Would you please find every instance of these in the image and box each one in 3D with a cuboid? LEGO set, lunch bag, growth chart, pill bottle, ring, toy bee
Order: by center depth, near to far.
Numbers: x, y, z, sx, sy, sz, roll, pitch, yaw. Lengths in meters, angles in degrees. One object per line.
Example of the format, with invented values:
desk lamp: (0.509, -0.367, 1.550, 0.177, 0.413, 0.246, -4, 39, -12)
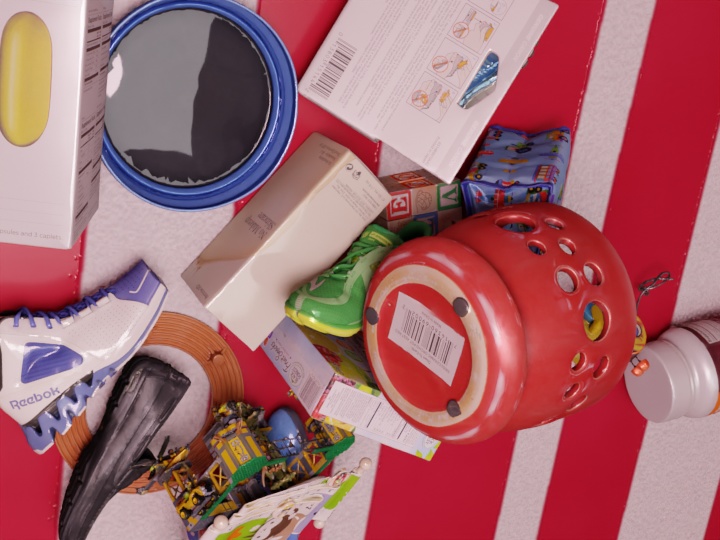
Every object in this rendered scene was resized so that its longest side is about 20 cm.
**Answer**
LEGO set: (-0.115, 0.161, 0.998, 0.199, 0.116, 0.154, -9, 144, -47)
growth chart: (-0.091, 0.253, 1.027, 0.199, 0.018, 0.145, -14, 146, -38)
ring: (-0.212, 0.139, 1.049, 0.198, 0.019, 0.203, -8, 110, -22)
lunch bag: (0.169, -0.032, 1.088, 0.093, 0.151, 0.202, 4, 119, 17)
toy bee: (0.284, 0.072, 1.188, 0.198, 0.110, 0.131, -21, 156, 6)
pill bottle: (0.437, 0.117, 1.282, 0.198, 0.114, 0.115, -13, 112, -20)

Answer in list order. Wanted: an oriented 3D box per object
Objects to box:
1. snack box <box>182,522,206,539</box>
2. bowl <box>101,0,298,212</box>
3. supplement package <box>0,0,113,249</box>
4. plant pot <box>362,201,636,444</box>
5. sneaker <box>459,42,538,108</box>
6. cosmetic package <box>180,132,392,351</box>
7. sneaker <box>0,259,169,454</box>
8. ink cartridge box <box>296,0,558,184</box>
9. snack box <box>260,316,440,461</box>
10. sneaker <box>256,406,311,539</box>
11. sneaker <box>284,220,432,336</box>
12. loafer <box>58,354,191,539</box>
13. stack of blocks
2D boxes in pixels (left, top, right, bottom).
snack box: (-0.158, 0.355, 1.115, 0.024, 0.072, 0.202, -18, 116, -43)
bowl: (-0.156, -0.157, 0.961, 0.199, 0.039, 0.203, -8, 111, -22)
supplement package: (-0.287, -0.140, 0.823, 0.150, 0.151, 0.202, 6, 105, -8)
plant pot: (0.113, 0.051, 0.914, 0.181, 0.199, 0.203, -16, 115, -41)
sneaker: (0.103, -0.215, 1.038, 0.090, 0.078, 0.200, 41, 88, -26)
cosmetic package: (-0.074, -0.032, 1.005, 0.200, 0.103, 0.073, -47, 118, -5)
sneaker: (-0.275, 0.059, 0.951, 0.115, 0.080, 0.200, 41, 82, -18)
ink cartridge box: (0.063, -0.211, 0.993, 0.175, 0.045, 0.201, 32, 94, 2)
snack box: (-0.013, 0.102, 1.021, 0.141, 0.200, 0.053, 26, 98, -29)
sneaker: (-0.104, 0.244, 1.102, 0.078, 0.066, 0.202, -2, 111, -35)
sneaker: (0.000, 0.000, 0.963, 0.199, 0.074, 0.084, -27, 131, -48)
loafer: (-0.231, 0.181, 1.004, 0.070, 0.068, 0.202, 27, 92, -21)
stack of blocks: (0.073, -0.003, 1.106, 0.114, 0.059, 0.202, -13, 112, -20)
